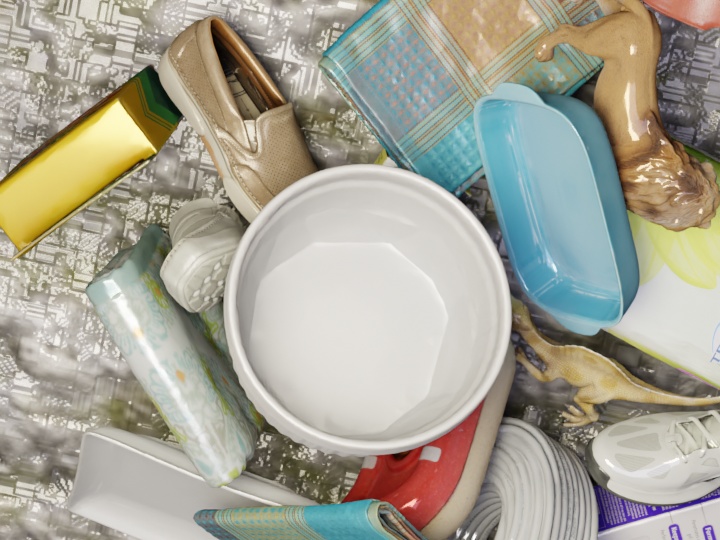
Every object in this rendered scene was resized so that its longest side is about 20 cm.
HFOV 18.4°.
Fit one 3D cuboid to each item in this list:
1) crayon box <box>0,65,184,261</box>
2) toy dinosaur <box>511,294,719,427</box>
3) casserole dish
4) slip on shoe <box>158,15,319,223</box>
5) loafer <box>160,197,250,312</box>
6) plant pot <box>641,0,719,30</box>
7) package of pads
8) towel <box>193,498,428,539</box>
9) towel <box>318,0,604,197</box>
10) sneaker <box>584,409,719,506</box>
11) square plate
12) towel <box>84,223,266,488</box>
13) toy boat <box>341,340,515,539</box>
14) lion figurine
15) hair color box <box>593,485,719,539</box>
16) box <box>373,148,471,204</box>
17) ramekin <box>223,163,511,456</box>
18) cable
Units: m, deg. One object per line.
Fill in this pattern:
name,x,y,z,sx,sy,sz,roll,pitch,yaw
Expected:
crayon box,-0.198,-0.080,1.601,0.127,0.200,0.051,-35,100,9
toy dinosaur,0.181,0.083,1.671,0.199,0.101,0.058,25,69,3
casserole dish,0.145,-0.049,1.590,0.039,0.121,0.201,-32,118,-29
slip on shoe,-0.071,-0.099,1.636,0.061,0.076,0.201,-43,77,41
loafer,-0.113,-0.016,1.615,0.070,0.200,0.070,41,98,5
plant pot,0.283,-0.270,1.555,0.199,0.201,0.196,17,111,-2
package of pads,0.266,0.002,1.675,0.199,0.068,0.155,27,101,-4
towel,-0.010,0.207,1.600,0.147,0.199,0.022,41,60,-31
towel,0.085,-0.162,1.629,0.200,0.022,0.147,-41,100,-7
sneaker,0.266,0.107,1.609,0.199,0.076,0.116,-3,142,-13
square plate,-0.122,0.179,1.686,0.197,0.200,0.029,21,65,-2
towel,-0.127,0.056,1.626,0.048,0.200,0.172,-33,97,10
toy boat,0.023,0.112,1.642,0.130,0.130,0.201,25,70,-21
lion figurine,0.189,-0.124,1.573,0.072,0.122,0.201,-28,113,-33
hair color box,0.236,0.213,1.715,0.199,0.065,0.110,-15,120,7
box,0.000,0.000,1.690,0.075,0.050,0.201,34,102,-7
ramekin,-0.001,0.036,1.550,0.199,0.105,0.202,3,75,-10
cable,0.094,0.211,1.663,0.069,0.200,0.201,28,101,-29
